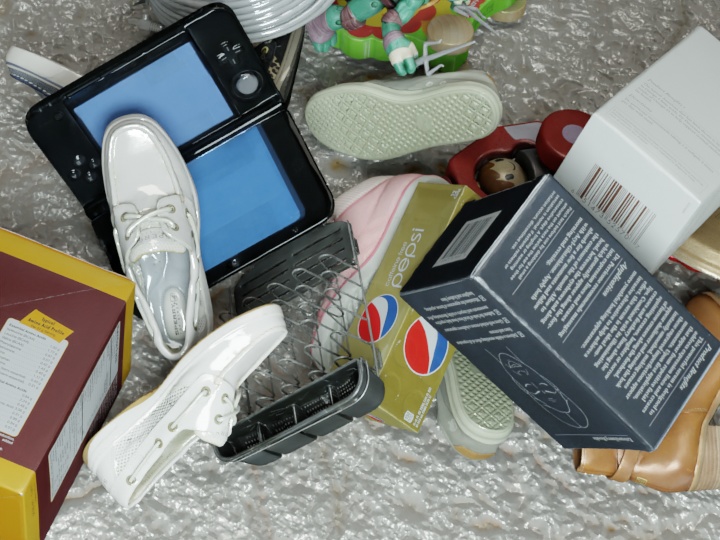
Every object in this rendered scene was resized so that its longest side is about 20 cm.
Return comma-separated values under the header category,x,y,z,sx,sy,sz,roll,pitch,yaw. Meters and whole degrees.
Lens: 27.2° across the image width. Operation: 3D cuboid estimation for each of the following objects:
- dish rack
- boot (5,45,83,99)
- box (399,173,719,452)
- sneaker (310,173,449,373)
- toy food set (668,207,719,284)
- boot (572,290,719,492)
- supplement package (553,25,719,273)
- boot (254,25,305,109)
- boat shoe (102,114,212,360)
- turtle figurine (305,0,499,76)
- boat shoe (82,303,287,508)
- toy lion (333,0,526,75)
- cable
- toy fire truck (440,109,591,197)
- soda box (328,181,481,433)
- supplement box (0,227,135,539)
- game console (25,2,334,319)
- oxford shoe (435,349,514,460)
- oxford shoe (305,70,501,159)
category,x,y,z,sx,sy,sz,roll,pitch,yaw
dish rack,-0.056,0.052,1.229,0.054,0.152,0.202,34,37,-46
boot,-0.243,-0.120,1.331,0.198,0.073,0.091,28,93,5
box,0.154,0.038,1.168,0.200,0.148,0.107,43,72,-12
sneaker,0.000,0.000,1.323,0.104,0.075,0.202,15,70,49
toy food set,0.334,-0.027,1.380,0.198,0.049,0.198,22,28,5
boot,0.255,0.097,1.302,0.152,0.074,0.202,4,52,-3
supplement package,0.264,-0.099,1.272,0.117,0.118,0.199,41,48,13
boot,-0.138,-0.189,1.422,0.149,0.073,0.202,15,59,-1
boat shoe,-0.162,-0.026,1.201,0.070,0.069,0.203,-15,98,2
turtle figurine,0.047,-0.252,1.394,0.198,0.102,0.149,5,31,41
boat shoe,-0.125,0.110,1.179,0.200,0.071,0.069,-42,70,5
toy lion,0.053,-0.281,1.535,0.190,0.069,0.200,28,55,18
cable,-0.109,-0.296,1.406,0.198,0.070,0.201,17,55,26
toy fire truck,0.150,-0.051,1.356,0.166,0.113,0.202,-9,56,-18
soda box,0.049,0.028,1.252,0.068,0.064,0.202,35,73,-36
supplement box,-0.303,0.085,1.154,0.195,0.133,0.201,21,54,4
game console,-0.150,-0.090,1.243,0.198,0.177,0.117,-29,43,2
oxford shoe,0.092,0.084,1.287,0.074,0.058,0.201,9,40,-11
oxford shoe,0.043,-0.149,1.393,0.197,0.076,0.058,-3,30,25
